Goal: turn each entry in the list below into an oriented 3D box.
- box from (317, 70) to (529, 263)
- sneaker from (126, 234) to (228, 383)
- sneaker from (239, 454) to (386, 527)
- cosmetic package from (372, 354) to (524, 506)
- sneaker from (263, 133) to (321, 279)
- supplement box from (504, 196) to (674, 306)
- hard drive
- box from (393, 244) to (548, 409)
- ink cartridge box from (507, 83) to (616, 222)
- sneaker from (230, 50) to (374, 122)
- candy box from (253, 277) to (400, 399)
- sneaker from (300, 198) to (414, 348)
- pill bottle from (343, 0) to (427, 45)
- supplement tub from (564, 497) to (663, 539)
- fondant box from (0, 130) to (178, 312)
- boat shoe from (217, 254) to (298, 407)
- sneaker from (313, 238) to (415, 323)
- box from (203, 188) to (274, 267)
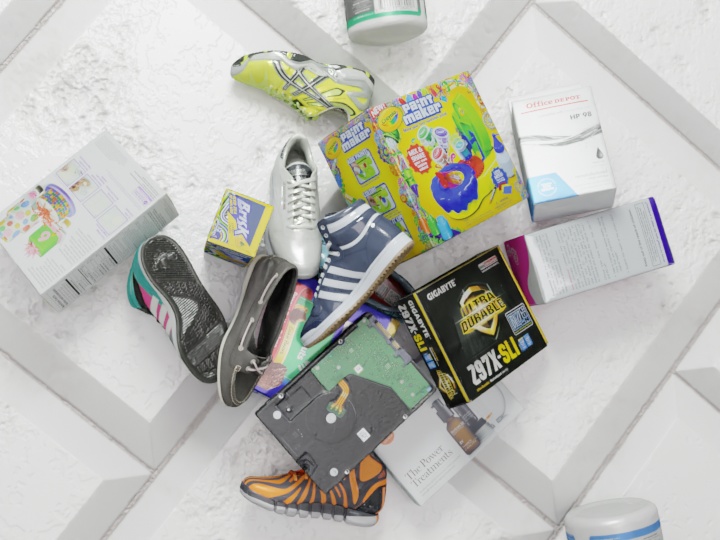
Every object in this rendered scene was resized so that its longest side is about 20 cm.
[{"bbox_3d":[0.084,-0.133,1.418,0.200,0.122,0.193,-28,92,-38],"label":"box"},{"bbox_3d":[-0.242,0.053,1.384,0.083,0.121,0.201,-26,97,-23],"label":"sneaker"},{"bbox_3d":[-0.058,0.269,1.422,0.199,0.078,0.113,12,94,-21],"label":"sneaker"},{"bbox_3d":[0.103,0.200,1.473,0.200,0.052,0.151,-41,91,-10],"label":"cosmetic package"},{"bbox_3d":[-0.085,-0.084,1.406,0.076,0.081,0.201,2,60,-19],"label":"sneaker"},{"bbox_3d":[0.318,-0.024,1.501,0.199,0.101,0.104,-18,89,-11],"label":"supplement box"},{"bbox_3d":[-0.019,0.169,1.380,0.200,0.038,0.140,-42,95,-10],"label":"hard drive"},{"bbox_3d":[0.153,0.073,1.440,0.200,0.049,0.160,-26,91,-45],"label":"box"},{"bbox_3d":[0.274,-0.179,1.478,0.115,0.067,0.201,-11,69,6],"label":"ink cartridge box"},{"bbox_3d":[-0.080,-0.248,1.457,0.199,0.075,0.077,9,84,-8],"label":"sneaker"},{"bbox_3d":[-0.073,0.103,1.433,0.199,0.077,0.170,27,82,-8],"label":"candy box"},{"bbox_3d":[-0.032,-0.001,1.356,0.108,0.070,0.200,45,109,6],"label":"sneaker"},{"bbox_3d":[0.027,-0.421,1.467,0.112,0.113,0.201,-6,87,-11],"label":"pill bottle"},{"bbox_3d":[0.359,0.424,1.464,0.131,0.132,0.201,-10,89,-11],"label":"supplement tub"},{"bbox_3d":[-0.357,-0.065,1.372,0.200,0.058,0.144,-40,62,-11],"label":"fondant box"},{"bbox_3d":[-0.129,0.078,1.344,0.057,0.067,0.201,12,86,33],"label":"boat shoe"},{"bbox_3d":[0.000,0.000,1.443,0.199,0.096,0.080,28,81,-7],"label":"sneaker"},{"bbox_3d":[-0.159,-0.051,1.365,0.064,0.200,0.070,21,84,-8],"label":"box"}]
